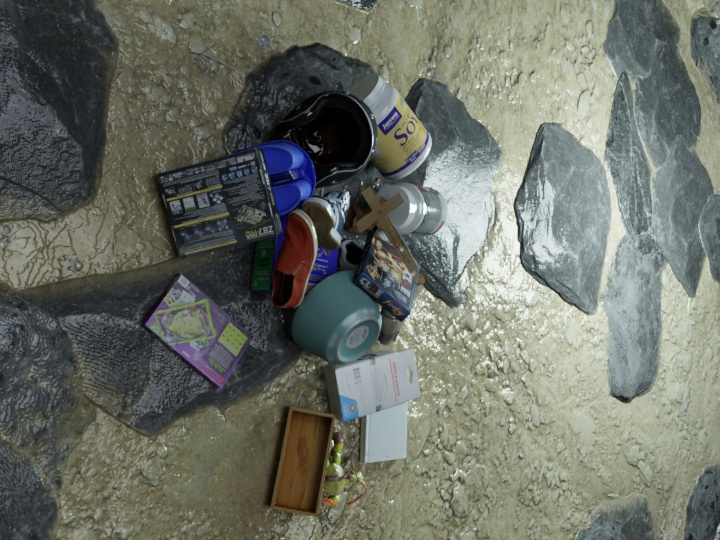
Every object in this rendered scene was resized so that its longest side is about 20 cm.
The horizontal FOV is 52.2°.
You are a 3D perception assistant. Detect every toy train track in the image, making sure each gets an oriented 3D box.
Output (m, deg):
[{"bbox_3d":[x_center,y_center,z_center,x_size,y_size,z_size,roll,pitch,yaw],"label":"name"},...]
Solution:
[{"bbox_3d":[0.065,-0.085,1.557,0.202,0.114,0.033,59,9,8],"label":"toy train track"}]

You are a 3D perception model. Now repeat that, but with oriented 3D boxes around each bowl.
[{"bbox_3d":[-0.033,0.113,1.508,0.199,0.105,0.203,-27,141,-24],"label":"bowl"}]

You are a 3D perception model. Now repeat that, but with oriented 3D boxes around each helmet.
[{"bbox_3d":[-0.063,-0.269,1.495,0.189,0.199,0.203,-31,108,-27],"label":"helmet"}]

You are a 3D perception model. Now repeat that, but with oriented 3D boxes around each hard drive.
[{"bbox_3d":[0.056,0.332,1.690,0.130,0.026,0.205,5,85,-40],"label":"hard drive"}]

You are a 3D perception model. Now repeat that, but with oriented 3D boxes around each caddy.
[{"bbox_3d":[-0.184,-0.168,1.404,0.105,0.196,0.144,-61,139,-76],"label":"caddy"}]

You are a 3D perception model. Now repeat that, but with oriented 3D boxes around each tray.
[{"bbox_3d":[-0.116,0.389,1.502,0.097,0.037,0.204,11,78,-2],"label":"tray"}]

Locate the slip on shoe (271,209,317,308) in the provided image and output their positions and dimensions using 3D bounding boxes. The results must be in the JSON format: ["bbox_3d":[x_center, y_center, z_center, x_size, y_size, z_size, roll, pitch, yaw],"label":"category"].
[{"bbox_3d":[-0.128,-0.016,1.379,0.061,0.073,0.203,-24,134,-53],"label":"slip on shoe"}]

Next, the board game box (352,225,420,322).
[{"bbox_3d":[0.060,0.002,1.559,0.135,0.035,0.201,39,31,-14],"label":"board game box"}]

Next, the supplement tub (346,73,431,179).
[{"bbox_3d":[0.052,-0.319,1.634,0.200,0.144,0.147,46,61,-29],"label":"supplement tub"}]

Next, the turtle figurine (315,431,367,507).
[{"bbox_3d":[-0.071,0.429,1.548,0.196,0.064,0.165,-4,84,-28],"label":"turtle figurine"}]

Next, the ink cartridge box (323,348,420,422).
[{"bbox_3d":[0.026,0.245,1.612,0.197,0.066,0.118,-11,94,-27],"label":"ink cartridge box"}]

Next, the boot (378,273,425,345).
[{"bbox_3d":[0.087,0.086,1.692,0.200,0.069,0.149,-23,131,-67],"label":"boot"}]

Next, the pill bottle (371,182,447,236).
[{"bbox_3d":[0.112,-0.138,1.662,0.199,0.112,0.117,-1,89,-61],"label":"pill bottle"}]

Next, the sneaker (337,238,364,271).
[{"bbox_3d":[0.000,0.000,1.622,0.199,0.079,0.075,40,62,-34],"label":"sneaker"}]

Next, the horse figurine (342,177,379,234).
[{"bbox_3d":[0.005,-0.129,1.633,0.199,0.049,0.135,-22,121,-56],"label":"horse figurine"}]

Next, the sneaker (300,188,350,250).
[{"bbox_3d":[-0.066,-0.127,1.432,0.200,0.069,0.111,72,30,-69],"label":"sneaker"}]

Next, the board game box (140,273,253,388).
[{"bbox_3d":[-0.305,0.115,1.387,0.200,0.032,0.121,47,56,-28],"label":"board game box"}]

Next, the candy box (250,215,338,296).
[{"bbox_3d":[-0.129,-0.044,1.513,0.167,0.076,0.205,13,79,-41],"label":"candy box"}]

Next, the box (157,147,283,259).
[{"bbox_3d":[-0.255,-0.122,1.342,0.049,0.196,0.164,-51,127,-78],"label":"box"}]
